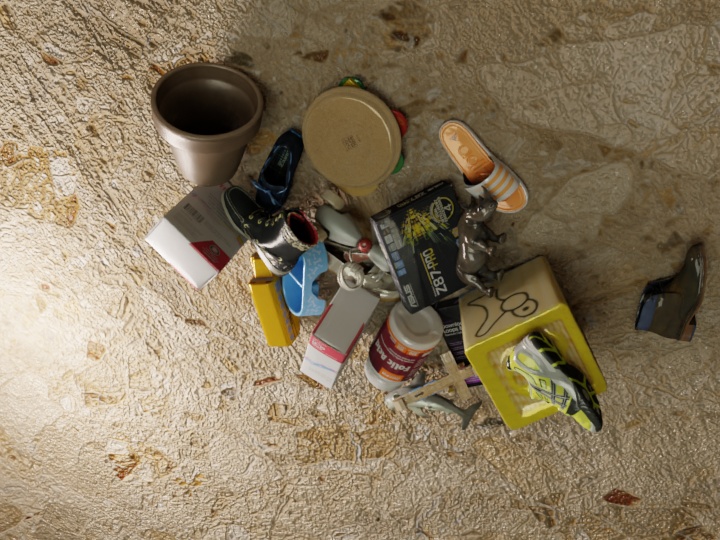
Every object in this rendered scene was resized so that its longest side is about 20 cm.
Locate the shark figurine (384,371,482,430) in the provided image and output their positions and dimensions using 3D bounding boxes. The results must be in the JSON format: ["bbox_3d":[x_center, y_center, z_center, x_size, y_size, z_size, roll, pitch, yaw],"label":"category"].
[{"bbox_3d":[0.150,0.265,1.520,0.212,0.090,0.129,9,152,17],"label":"shark figurine"}]

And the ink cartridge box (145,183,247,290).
[{"bbox_3d":[-0.304,-0.081,1.402,0.148,0.200,0.085,45,126,-10],"label":"ink cartridge box"}]

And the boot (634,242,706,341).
[{"bbox_3d":[0.541,0.039,1.237,0.096,0.075,0.202,5,124,15],"label":"boot"}]

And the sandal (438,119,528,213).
[{"bbox_3d":[0.207,-0.170,1.244,0.207,0.059,0.079,44,126,-9],"label":"sandal"}]

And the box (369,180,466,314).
[{"bbox_3d":[0.123,-0.042,1.315,0.160,0.049,0.202,-25,114,-7],"label":"box"}]

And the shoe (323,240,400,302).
[{"bbox_3d":[0.000,0.000,1.421,0.198,0.070,0.054,27,146,6],"label":"shoe"}]

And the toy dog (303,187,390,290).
[{"bbox_3d":[-0.020,-0.066,1.375,0.131,0.096,0.201,-34,89,4],"label":"toy dog"}]

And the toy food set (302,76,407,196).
[{"bbox_3d":[-0.011,-0.240,1.292,0.200,0.049,0.198,45,125,-9],"label":"toy food set"}]

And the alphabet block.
[{"bbox_3d":[0.303,0.127,1.281,0.194,0.200,0.197,-28,109,16],"label":"alphabet block"}]

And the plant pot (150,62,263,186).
[{"bbox_3d":[-0.284,-0.257,1.322,0.198,0.201,0.175,24,145,5],"label":"plant pot"}]

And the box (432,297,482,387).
[{"bbox_3d":[0.245,0.140,1.438,0.142,0.036,0.202,-16,111,28],"label":"box"}]

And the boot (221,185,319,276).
[{"bbox_3d":[-0.169,-0.098,1.344,0.204,0.073,0.153,53,145,-3],"label":"boot"}]

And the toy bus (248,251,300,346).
[{"bbox_3d":[-0.189,0.060,1.530,0.064,0.078,0.202,-2,120,22],"label":"toy bus"}]

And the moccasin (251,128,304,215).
[{"bbox_3d":[-0.171,-0.184,1.376,0.080,0.068,0.201,25,129,4],"label":"moccasin"}]

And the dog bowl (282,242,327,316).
[{"bbox_3d":[-0.118,0.008,1.452,0.111,0.049,0.202,43,139,42],"label":"dog bowl"}]

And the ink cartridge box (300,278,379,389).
[{"bbox_3d":[-0.045,0.132,1.437,0.085,0.148,0.200,30,149,3],"label":"ink cartridge box"}]

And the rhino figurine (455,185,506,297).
[{"bbox_3d":[0.209,-0.056,1.257,0.087,0.060,0.202,22,128,36],"label":"rhino figurine"}]

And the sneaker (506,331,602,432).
[{"bbox_3d":[0.322,0.190,1.166,0.076,0.075,0.200,-39,95,26],"label":"sneaker"}]

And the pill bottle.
[{"bbox_3d":[0.082,0.158,1.452,0.113,0.115,0.201,29,138,2],"label":"pill bottle"}]

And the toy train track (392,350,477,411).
[{"bbox_3d":[0.159,0.239,1.444,0.198,0.033,0.116,-26,106,7],"label":"toy train track"}]
